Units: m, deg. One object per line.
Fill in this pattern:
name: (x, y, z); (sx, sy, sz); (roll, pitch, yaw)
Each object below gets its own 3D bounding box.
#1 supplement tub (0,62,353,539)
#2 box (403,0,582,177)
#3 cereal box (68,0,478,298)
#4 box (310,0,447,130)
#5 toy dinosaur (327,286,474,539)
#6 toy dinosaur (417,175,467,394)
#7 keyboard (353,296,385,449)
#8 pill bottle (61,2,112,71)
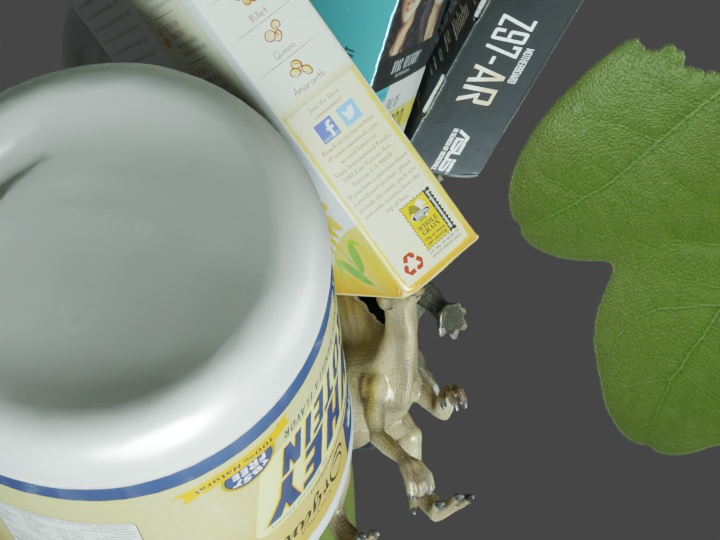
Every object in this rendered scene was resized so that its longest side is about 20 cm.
supplement tub: (-0.076, 0.038, 0.618); (0.200, 0.144, 0.145); (84, 7, -62)
box: (0.050, -0.170, 0.842); (0.160, 0.043, 0.200); (119, -29, -44)
cereal box: (-0.052, -0.079, 0.631); (0.200, 0.040, 0.144); (55, -15, -13)
box: (-0.009, -0.077, 0.775); (0.082, 0.049, 0.200); (-39, 151, -64)
toy dinosaur: (0.000, 0.062, 0.744); (0.200, 0.058, 0.101); (-49, -122, 51)
toy dinosaur: (0.005, -0.011, 0.972); (0.102, 0.077, 0.200); (12, -64, 59)
keyboard: (0.000, 0.000, 0.874); (0.127, 0.021, 0.200); (118, -23, -48)
pill bottle: (-0.067, -0.101, 0.886); (0.200, 0.111, 0.112); (0, 90, -80)
